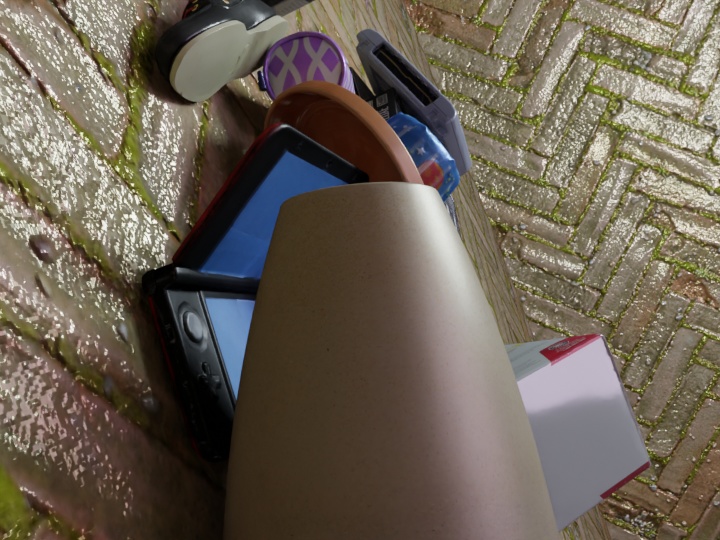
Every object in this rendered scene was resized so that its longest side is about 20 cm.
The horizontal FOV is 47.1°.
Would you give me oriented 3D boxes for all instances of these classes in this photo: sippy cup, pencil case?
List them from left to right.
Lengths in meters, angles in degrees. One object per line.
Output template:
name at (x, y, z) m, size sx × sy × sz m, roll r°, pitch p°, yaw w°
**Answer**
pencil case at (-0.043, -0.167, 0.830) m, size 0.200 × 0.083 × 0.086 m, roll 43°, pitch 28°, yaw -83°
sippy cup at (0.026, -0.084, 0.843) m, size 0.140 × 0.130 × 0.178 m, roll 49°, pitch -5°, yaw -16°

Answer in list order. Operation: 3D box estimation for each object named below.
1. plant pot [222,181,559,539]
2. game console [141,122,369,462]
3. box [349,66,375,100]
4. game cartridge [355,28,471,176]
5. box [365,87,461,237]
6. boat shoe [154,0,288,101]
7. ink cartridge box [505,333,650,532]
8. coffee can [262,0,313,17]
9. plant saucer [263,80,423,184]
plant pot at (0.009, 0.058, 0.467) m, size 0.187 × 0.186 × 0.202 m, roll 15°, pitch 69°, yaw -72°
game console at (-0.043, 0.019, 0.563) m, size 0.174 × 0.118 × 0.200 m, roll 71°, pitch 15°, yaw 9°
box at (0.008, -0.153, 1.100) m, size 0.117 × 0.060 × 0.202 m, roll 35°, pitch 37°, yaw -64°
game cartridge at (0.070, -0.212, 1.066) m, size 0.200 × 0.041 × 0.133 m, roll 52°, pitch -7°, yaw 31°
box at (0.068, -0.102, 1.027) m, size 0.200 × 0.049 × 0.158 m, roll 55°, pitch 21°, yaw -37°
boat shoe at (-0.124, -0.194, 0.692) m, size 0.063 × 0.074 × 0.202 m, roll 36°, pitch 27°, yaw -2°
ink cartridge box at (0.159, 0.164, 0.856) m, size 0.200 × 0.145 × 0.146 m, roll -17°, pitch -85°, yaw 61°
coffee can at (-0.065, -0.346, 0.832) m, size 0.147 × 0.199 × 0.147 m, roll 59°, pitch 17°, yaw -31°
plant saucer at (-0.010, -0.067, 0.708) m, size 0.032 × 0.200 × 0.201 m, roll -34°, pitch 106°, yaw -31°
